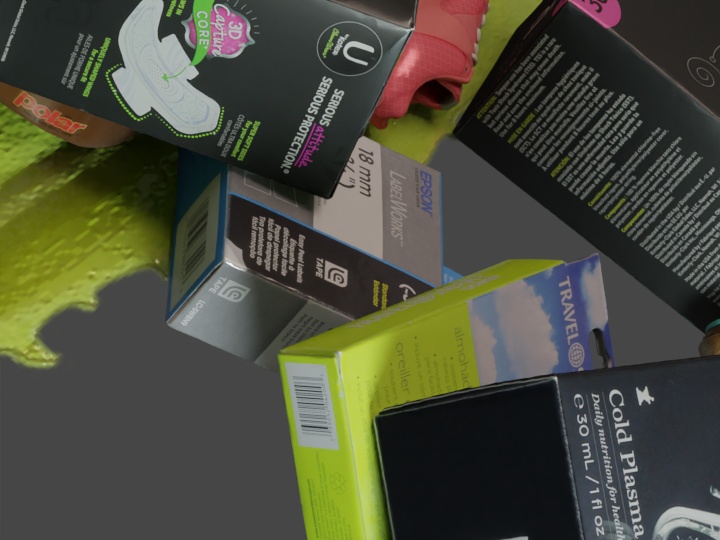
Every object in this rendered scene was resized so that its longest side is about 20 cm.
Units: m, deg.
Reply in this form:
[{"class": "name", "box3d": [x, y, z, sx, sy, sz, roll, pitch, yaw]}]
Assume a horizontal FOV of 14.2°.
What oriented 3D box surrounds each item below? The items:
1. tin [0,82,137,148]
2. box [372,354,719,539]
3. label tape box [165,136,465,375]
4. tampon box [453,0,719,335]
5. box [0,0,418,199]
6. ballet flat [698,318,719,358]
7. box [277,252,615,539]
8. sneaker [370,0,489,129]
[{"class": "tin", "box3d": [-0.148, -0.144, 1.560, 0.112, 0.042, 0.200, 26, 39, -15]}, {"class": "box", "box3d": [0.128, 0.147, 1.383, 0.196, 0.124, 0.201, -5, 83, -47]}, {"class": "label tape box", "box3d": [0.000, 0.000, 1.526, 0.200, 0.063, 0.144, 24, 40, -22]}, {"class": "tampon box", "box3d": [0.185, -0.093, 1.741, 0.200, 0.126, 0.150, 38, 35, -5]}, {"class": "box", "box3d": [-0.077, -0.155, 1.472, 0.199, 0.124, 0.149, 20, 41, -9]}, {"class": "ballet flat", "box3d": [0.285, 0.072, 1.727, 0.200, 0.068, 0.073, 8, 67, -38]}, {"class": "box", "box3d": [0.049, 0.070, 1.443, 0.200, 0.048, 0.122, -20, 106, -44]}, {"class": "sneaker", "box3d": [0.039, -0.137, 1.717, 0.200, 0.074, 0.087, -32, 91, -50]}]
